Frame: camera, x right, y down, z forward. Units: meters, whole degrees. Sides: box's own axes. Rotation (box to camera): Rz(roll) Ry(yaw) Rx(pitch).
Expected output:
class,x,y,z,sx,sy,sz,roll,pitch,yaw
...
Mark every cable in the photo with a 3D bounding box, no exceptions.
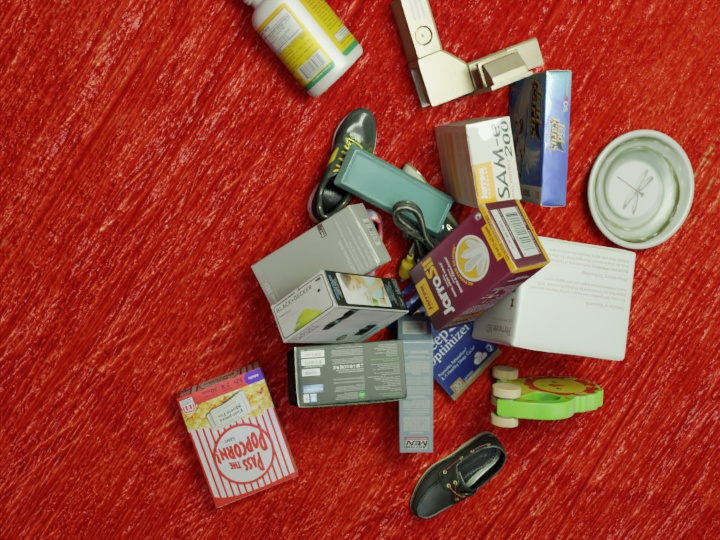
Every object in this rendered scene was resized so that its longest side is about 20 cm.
class,x,y,z,sx,sy,sz,roll,pitch,yaw
cable,0.101,-0.036,1.388,0.095,0.201,0.051,3,60,12

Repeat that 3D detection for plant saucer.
class,x,y,z,sx,sy,sz,roll,pitch,yaw
plant saucer,0.479,-0.141,1.496,0.195,0.050,0.205,-2,99,-10
plant saucer,0.057,-0.125,1.366,0.197,0.019,0.071,26,91,-18

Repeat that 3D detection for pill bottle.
class,x,y,z,sx,sy,sz,roll,pitch,yaw
pill bottle,-0.097,-0.380,1.329,0.113,0.113,0.200,-42,103,-1

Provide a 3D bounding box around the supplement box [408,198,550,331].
class,x,y,z,sx,sy,sz,roll,pitch,yaw
supplement box,0.174,-0.006,1.300,0.084,0.200,0.112,-10,66,-40

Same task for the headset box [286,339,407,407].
class,x,y,z,sx,sy,sz,roll,pitch,yaw
headset box,-0.029,0.167,1.386,0.170,0.200,0.095,-3,83,-10

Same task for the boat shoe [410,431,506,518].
class,x,y,z,sx,sy,sz,roll,pitch,yaw
boat shoe,0.170,0.366,1.516,0.200,0.063,0.074,-39,105,-1

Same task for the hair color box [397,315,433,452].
class,x,y,z,sx,sy,sz,roll,pitch,yaw
hair color box,0.091,0.188,1.431,0.059,0.099,0.205,0,111,2

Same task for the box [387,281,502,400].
class,x,y,z,sx,sy,sz,roll,pitch,yaw
box,0.138,0.112,1.487,0.121,0.032,0.200,-44,102,-1

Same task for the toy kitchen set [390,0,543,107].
class,x,y,z,sx,sy,sz,roll,pitch,yaw
toy kitchen set,0.178,-0.372,1.352,0.196,0.163,0.184,-21,102,-6

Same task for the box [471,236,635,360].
class,x,y,z,sx,sy,sz,roll,pitch,yaw
box,0.309,0.045,1.406,0.195,0.199,0.176,7,88,-12

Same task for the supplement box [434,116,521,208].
class,x,y,z,sx,sy,sz,roll,pitch,yaw
supplement box,0.182,-0.174,1.364,0.072,0.200,0.129,-12,101,-7

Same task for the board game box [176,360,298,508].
class,x,y,z,sx,sy,sz,roll,pitch,yaw
board game box,-0.205,0.274,1.444,0.149,0.046,0.204,-20,102,-6

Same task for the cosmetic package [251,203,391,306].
class,x,y,z,sx,sy,sz,roll,pitch,yaw
cosmetic package,-0.062,-0.012,1.364,0.198,0.090,0.108,-31,87,16

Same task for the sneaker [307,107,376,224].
class,x,y,z,sx,sy,sz,roll,pitch,yaw
sneaker,-0.021,-0.164,1.389,0.073,0.085,0.204,21,95,-13

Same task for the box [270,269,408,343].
class,x,y,z,sx,sy,sz,roll,pitch,yaw
box,-0.029,0.059,1.312,0.116,0.198,0.061,-33,68,27

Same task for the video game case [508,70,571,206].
class,x,y,z,sx,sy,sz,roll,pitch,yaw
video game case,0.282,-0.212,1.384,0.044,0.181,0.205,-1,99,-9

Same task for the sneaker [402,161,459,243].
class,x,y,z,sx,sy,sz,roll,pitch,yaw
sneaker,0.109,-0.078,1.439,0.089,0.067,0.201,-40,101,4

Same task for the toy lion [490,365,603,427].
class,x,y,z,sx,sy,sz,roll,pitch,yaw
toy lion,0.315,0.212,1.453,0.187,0.200,0.070,3,97,9

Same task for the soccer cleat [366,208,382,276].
class,x,y,z,sx,sy,sz,roll,pitch,yaw
soccer cleat,0.000,0.000,1.422,0.065,0.076,0.205,8,97,-11
